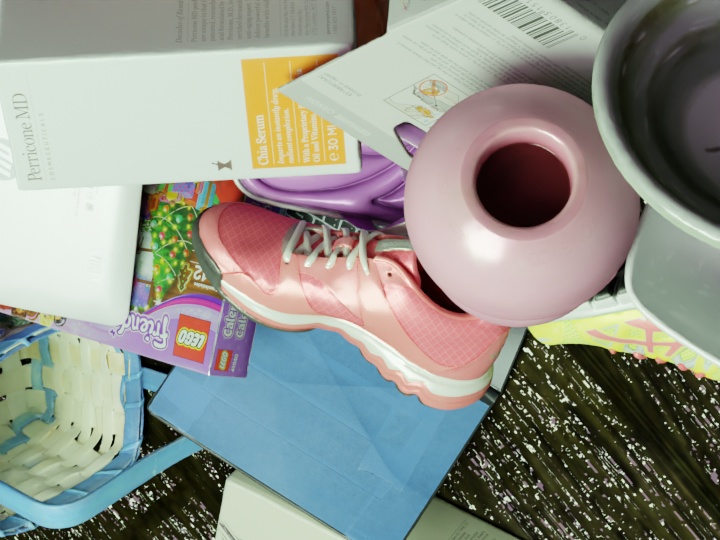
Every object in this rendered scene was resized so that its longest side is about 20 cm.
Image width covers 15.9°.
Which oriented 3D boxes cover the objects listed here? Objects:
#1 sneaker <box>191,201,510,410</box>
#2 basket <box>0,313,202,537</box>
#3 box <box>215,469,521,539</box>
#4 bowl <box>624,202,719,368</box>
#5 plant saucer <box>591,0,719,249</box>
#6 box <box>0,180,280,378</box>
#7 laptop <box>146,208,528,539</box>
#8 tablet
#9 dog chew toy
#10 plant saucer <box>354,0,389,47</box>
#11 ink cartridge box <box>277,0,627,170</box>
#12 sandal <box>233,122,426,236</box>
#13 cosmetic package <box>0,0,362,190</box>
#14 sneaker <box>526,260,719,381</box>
[{"bbox_3d":[0.000,0.000,1.512,0.200,0.074,0.087,26,133,-4],"label":"sneaker"},{"bbox_3d":[-0.204,0.102,1.709,0.200,0.176,0.139,20,122,34],"label":"basket"},{"bbox_3d":[0.010,0.183,1.685,0.200,0.082,0.068,26,128,18],"label":"box"},{"bbox_3d":[0.261,-0.023,1.374,0.199,0.075,0.200,28,90,15],"label":"bowl"},{"bbox_3d":[0.212,-0.071,1.301,0.200,0.200,0.050,30,145,14],"label":"plant saucer"},{"bbox_3d":[-0.141,-0.020,1.624,0.200,0.039,0.137,14,94,39],"label":"box"},{"bbox_3d":[-0.007,0.037,1.586,0.187,0.116,0.200,31,134,12],"label":"laptop"},{"bbox_3d":[-0.194,-0.065,1.557,0.130,0.014,0.200,11,117,6],"label":"tablet"},{"bbox_3d":[0.086,-0.026,1.403,0.124,0.125,0.200,37,172,9],"label":"dog chew toy"},{"bbox_3d":[-0.075,-0.155,1.514,0.200,0.038,0.200,7,137,7],"label":"plant saucer"},{"bbox_3d":[0.085,-0.104,1.423,0.176,0.045,0.200,-21,142,39],"label":"ink cartridge box"},{"bbox_3d":[0.022,-0.054,1.517,0.202,0.050,0.083,0,111,5],"label":"sandal"},{"bbox_3d":[-0.100,-0.108,1.463,0.199,0.071,0.102,-3,136,2],"label":"cosmetic package"},{"bbox_3d":[0.187,0.031,1.490,0.200,0.078,0.090,-8,114,34],"label":"sneaker"}]
